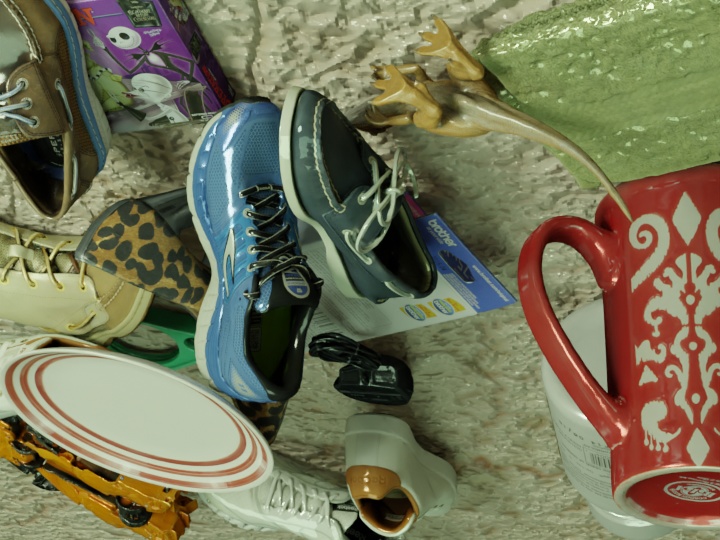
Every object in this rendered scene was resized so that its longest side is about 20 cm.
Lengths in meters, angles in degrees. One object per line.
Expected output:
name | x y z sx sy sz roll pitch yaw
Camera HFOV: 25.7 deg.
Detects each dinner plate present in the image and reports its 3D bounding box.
dinner plate | -0.153 0.100 1.094 0.200 0.024 0.200 12 148 8

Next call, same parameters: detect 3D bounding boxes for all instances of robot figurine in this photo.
robot figurine | -0.239 0.165 1.372 0.200 0.058 0.145 27 149 12

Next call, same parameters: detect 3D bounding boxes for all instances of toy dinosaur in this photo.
toy dinosaur | 0.066 -0.096 0.926 0.200 0.060 0.106 19 170 40

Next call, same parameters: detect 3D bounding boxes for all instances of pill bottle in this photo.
pill bottle | 0.203 0.118 1.180 0.114 0.115 0.200 -1 145 15

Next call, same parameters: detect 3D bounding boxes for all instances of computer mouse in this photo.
computer mouse | 0.001 0.068 1.188 0.058 0.034 0.200 4 165 13

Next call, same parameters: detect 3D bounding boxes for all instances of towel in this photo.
towel | 0.176 -0.114 0.914 0.200 0.037 0.148 -15 138 36

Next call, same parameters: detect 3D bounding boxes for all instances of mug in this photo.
mug | 0.193 0.053 0.997 0.177 0.200 0.133 -3 151 14

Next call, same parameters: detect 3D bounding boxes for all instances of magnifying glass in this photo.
magnifying glass | -0.122 0.055 1.253 0.200 0.022 0.080 -2 144 15

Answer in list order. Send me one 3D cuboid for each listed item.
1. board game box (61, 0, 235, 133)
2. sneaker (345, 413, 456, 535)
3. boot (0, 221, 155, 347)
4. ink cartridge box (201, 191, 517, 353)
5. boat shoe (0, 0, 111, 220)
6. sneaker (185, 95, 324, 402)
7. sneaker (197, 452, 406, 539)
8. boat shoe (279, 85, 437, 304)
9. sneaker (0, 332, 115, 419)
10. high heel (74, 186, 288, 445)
board game box | -0.192 -0.130 0.993 0.200 0.032 0.120 -5 139 20
sneaker | 0.029 0.190 1.332 0.073 0.085 0.200 -4 156 21
boot | -0.232 -0.008 1.140 0.155 0.073 0.200 23 154 -19
ink cartridge box | 0.000 0.000 1.124 0.200 0.042 0.119 -12 140 33
boat shoe | -0.201 -0.107 0.940 0.072 0.072 0.200 -2 143 18
sneaker | -0.057 -0.010 0.998 0.078 0.200 0.089 -11 -164 -34
sneaker | -0.048 0.206 1.390 0.200 0.075 0.081 24 163 -17
boat shoe | 0.001 -0.041 0.968 0.062 0.075 0.200 7 146 22
sneaker | -0.263 0.071 1.169 0.200 0.073 0.085 1 158 8
high heel | -0.119 0.042 1.057 0.071 0.142 0.200 7 112 47
